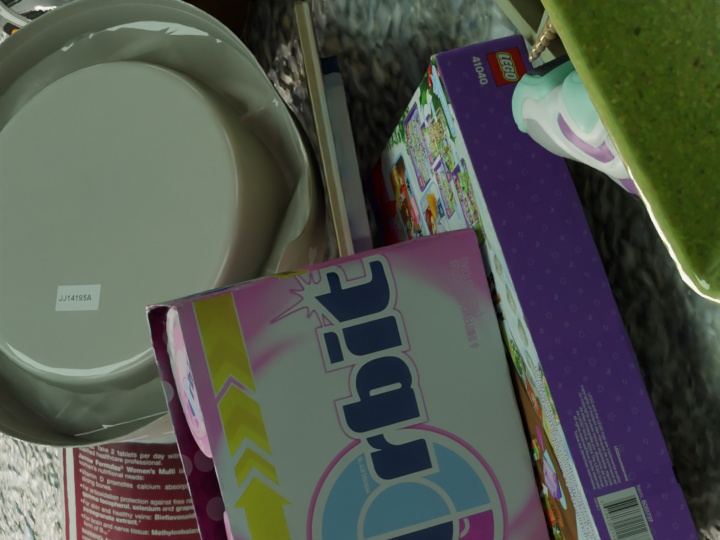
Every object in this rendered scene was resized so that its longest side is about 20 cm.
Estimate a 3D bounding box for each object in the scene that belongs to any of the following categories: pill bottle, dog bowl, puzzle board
[{"bbox_3d":[-0.091,0.091,1.106,0.109,0.109,0.201,31,125,55],"label":"pill bottle"},{"bbox_3d":[-0.104,-0.017,0.999,0.199,0.059,0.201,-8,73,26],"label":"dog bowl"},{"bbox_3d":[0.000,0.000,0.956,0.151,0.017,0.201,88,171,-84],"label":"puzzle board"}]

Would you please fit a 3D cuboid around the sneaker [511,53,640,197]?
[{"bbox_3d":[0.133,0.001,0.678,0.199,0.078,0.141,9,116,44],"label":"sneaker"}]

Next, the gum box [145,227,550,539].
[{"bbox_3d":[0.004,0.096,0.833,0.066,0.113,0.201,171,84,-74],"label":"gum box"}]

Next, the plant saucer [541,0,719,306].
[{"bbox_3d":[0.110,-0.098,0.538,0.199,0.048,0.201,-14,106,61],"label":"plant saucer"}]

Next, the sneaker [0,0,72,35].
[{"bbox_3d":[-0.192,-0.169,1.267,0.200,0.078,0.078,37,139,54],"label":"sneaker"}]

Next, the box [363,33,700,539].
[{"bbox_3d":[0.060,0.029,0.866,0.137,0.039,0.201,124,131,-69],"label":"box"}]

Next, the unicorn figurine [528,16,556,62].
[{"bbox_3d":[0.060,-0.159,0.707,0.201,0.137,0.074,-63,32,17],"label":"unicorn figurine"}]

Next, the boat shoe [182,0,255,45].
[{"bbox_3d":[-0.080,-0.094,1.094,0.068,0.072,0.200,64,158,18],"label":"boat shoe"}]

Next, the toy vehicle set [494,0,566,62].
[{"bbox_3d":[0.102,-0.108,0.782,0.200,0.026,0.125,56,144,38],"label":"toy vehicle set"}]
